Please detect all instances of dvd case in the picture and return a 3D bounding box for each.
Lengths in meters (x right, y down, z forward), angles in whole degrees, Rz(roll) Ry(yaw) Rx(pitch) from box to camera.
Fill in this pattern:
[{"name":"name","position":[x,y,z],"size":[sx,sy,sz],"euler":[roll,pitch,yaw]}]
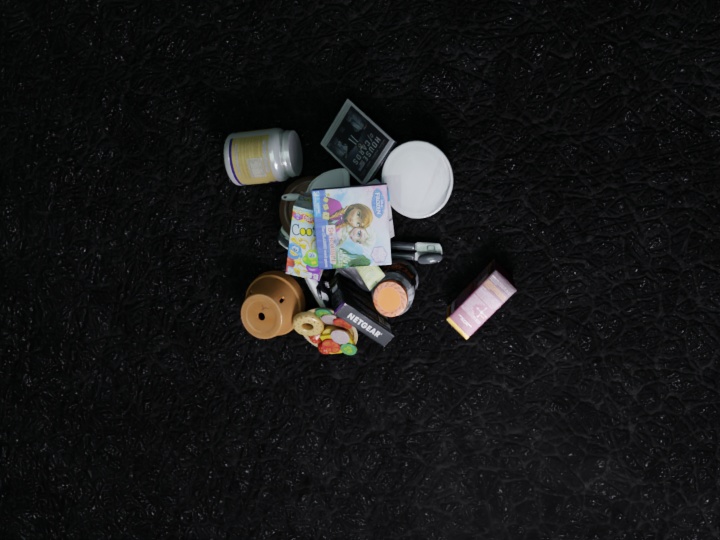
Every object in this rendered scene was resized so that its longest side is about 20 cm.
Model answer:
[{"name":"dvd case","position":[-0.009,-0.353,1.493],"size":[0.200,0.024,0.152],"euler":[46,111,22]}]

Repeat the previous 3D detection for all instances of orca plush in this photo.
[{"name":"orca plush","position":[-0.104,0.068,1.641],"size":[0.070,0.105,0.204],"euler":[-31,95,-13]}]

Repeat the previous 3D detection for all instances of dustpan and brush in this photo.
[{"name":"dustpan and brush","position":[-0.127,-0.215,1.530],"size":[0.192,0.057,0.145],"euler":[-2,87,-9]}]

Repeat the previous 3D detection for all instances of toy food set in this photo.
[{"name":"toy food set","position":[-0.099,0.187,1.642],"size":[0.192,0.049,0.203],"euler":[-10,128,26]}]

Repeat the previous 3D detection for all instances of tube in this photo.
[{"name":"tube","position":[-0.010,-0.048,1.455],"size":[0.051,0.058,0.203],"euler":[-33,80,-5]}]

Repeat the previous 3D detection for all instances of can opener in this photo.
[{"name":"can opener","position":[0.141,-0.053,1.553],"size":[0.192,0.067,0.055],"euler":[4,105,11]}]

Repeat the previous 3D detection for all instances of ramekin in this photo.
[{"name":"ramekin","position":[0.159,-0.253,1.481],"size":[0.195,0.094,0.210],"euler":[3,105,12]}]

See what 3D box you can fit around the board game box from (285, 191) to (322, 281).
[{"name":"board game box","position":[-0.139,-0.094,1.485],"size":[0.101,0.104,0.206],"euler":[12,119,1]}]

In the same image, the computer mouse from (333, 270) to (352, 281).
[{"name":"computer mouse","position":[-0.055,0.004,1.606],"size":[0.043,0.108,0.207],"euler":[22,118,31]}]

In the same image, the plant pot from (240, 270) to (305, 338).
[{"name":"plant pot","position":[-0.282,0.119,1.657],"size":[0.192,0.140,0.208],"euler":[4,106,12]}]

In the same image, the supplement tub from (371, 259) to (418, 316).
[{"name":"supplement tub","position":[0.098,0.050,1.520],"size":[0.118,0.200,0.127],"euler":[3,106,11]}]

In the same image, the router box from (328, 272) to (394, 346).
[{"name":"router box","position":[0.001,0.111,1.546],"size":[0.198,0.151,0.051],"euler":[35,111,-28]}]

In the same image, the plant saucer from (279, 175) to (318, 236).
[{"name":"plant saucer","position":[-0.141,-0.175,1.565],"size":[0.192,0.034,0.209],"euler":[0,88,-2]}]

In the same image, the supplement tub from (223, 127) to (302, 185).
[{"name":"supplement tub","position":[-0.274,-0.325,1.533],"size":[0.192,0.146,0.151],"euler":[-2,105,13]}]

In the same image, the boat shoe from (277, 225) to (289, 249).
[{"name":"boat shoe","position":[-0.161,-0.064,1.620],"size":[0.198,0.076,0.061],"euler":[38,129,4]}]

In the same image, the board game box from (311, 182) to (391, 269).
[{"name":"board game box","position":[-0.021,-0.112,1.377],"size":[0.192,0.041,0.208],"euler":[-5,104,3]}]

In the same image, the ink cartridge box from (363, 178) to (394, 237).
[{"name":"ink cartridge box","position":[0.028,-0.132,1.490],"size":[0.114,0.068,0.204],"euler":[-29,134,-18]}]

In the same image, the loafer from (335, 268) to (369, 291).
[{"name":"loafer","position":[0.000,0.000,1.553],"size":[0.070,0.069,0.199],"euler":[-37,135,18]}]

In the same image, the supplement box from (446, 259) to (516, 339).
[{"name":"supplement box","position":[0.339,0.081,1.521],"size":[0.085,0.111,0.201],"euler":[41,109,-2]}]
